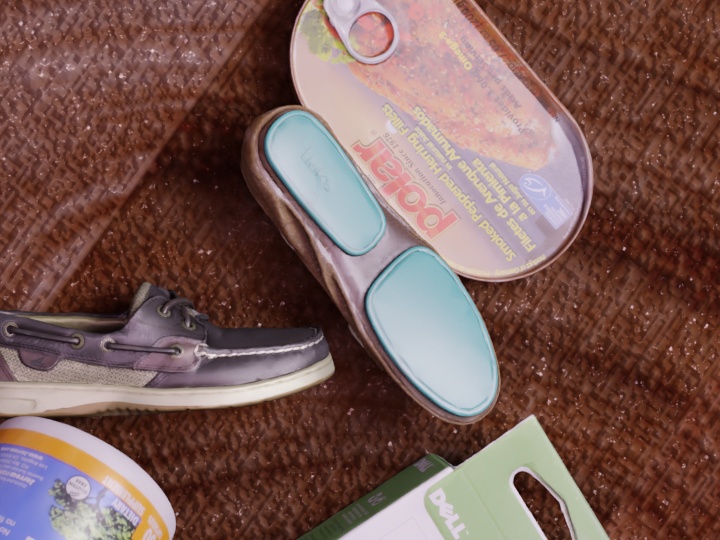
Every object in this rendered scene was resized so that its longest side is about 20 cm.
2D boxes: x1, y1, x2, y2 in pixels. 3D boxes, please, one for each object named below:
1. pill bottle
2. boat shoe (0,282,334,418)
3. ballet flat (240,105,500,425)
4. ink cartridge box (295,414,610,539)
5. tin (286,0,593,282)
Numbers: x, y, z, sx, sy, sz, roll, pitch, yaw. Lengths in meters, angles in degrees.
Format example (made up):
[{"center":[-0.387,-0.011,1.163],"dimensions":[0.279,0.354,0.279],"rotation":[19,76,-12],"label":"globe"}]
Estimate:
[{"center":[-0.185,0.184,1.036],"dimensions":[0.112,0.112,0.201],"rotation":[34,59,-9],"label":"pill bottle"},{"center":[-0.114,0.040,1.098],"dimensions":[0.199,0.072,0.067],"rotation":[-5,99,-4],"label":"boat shoe"},{"center":[0.000,0.000,1.112],"dimensions":[0.068,0.072,0.200],"rotation":[-43,98,-23],"label":"ballet flat"},{"center":[0.032,0.171,1.132],"dimensions":[0.199,0.059,0.104],"rotation":[-33,97,-6],"label":"ink cartridge box"},{"center":[0.042,-0.083,1.133],"dimensions":[0.112,0.042,0.200],"rotation":[-42,98,-9],"label":"tin"}]
